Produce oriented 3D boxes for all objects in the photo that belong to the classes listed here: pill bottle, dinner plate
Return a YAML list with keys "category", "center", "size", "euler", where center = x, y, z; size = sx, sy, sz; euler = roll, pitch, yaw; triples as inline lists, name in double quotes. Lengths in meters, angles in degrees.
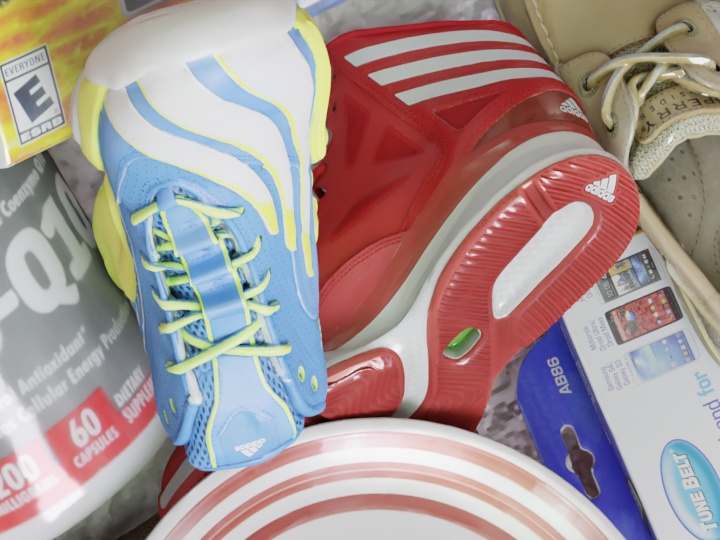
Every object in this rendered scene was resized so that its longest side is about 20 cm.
- category: "pill bottle"
  center: [-0.150, -0.014, 0.943]
  size: [0.113, 0.114, 0.201]
  euler: [-28, 113, 3]
- category: "dinner plate"
  center: [0.011, 0.145, 0.928]
  size: [0.199, 0.024, 0.202]
  euler: [4, 74, -15]

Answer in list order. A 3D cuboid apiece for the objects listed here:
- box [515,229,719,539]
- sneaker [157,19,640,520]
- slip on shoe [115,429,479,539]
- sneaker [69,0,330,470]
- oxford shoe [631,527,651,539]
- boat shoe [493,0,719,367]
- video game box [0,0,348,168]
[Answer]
- category: "box"
  center: [0.154, 0.028, 1.014]
  size: [0.199, 0.042, 0.120]
  euler: [-22, 72, -2]
- category: "sneaker"
  center: [0.000, 0.000, 0.987]
  size: [0.200, 0.116, 0.078]
  euler: [-41, 135, 18]
- category: "slip on shoe"
  center: [-0.046, 0.098, 1.036]
  size: [0.199, 0.076, 0.061]
  euler: [-13, 73, 5]
- category: "sneaker"
  center: [-0.034, -0.005, 0.863]
  size: [0.075, 0.200, 0.106]
  euler: [-18, 75, -7]
- category: "oxford shoe"
  center: [0.069, 0.143, 1.027]
  size: [0.058, 0.075, 0.200]
  euler: [44, 58, -7]
- category: "boat shoe"
  center: [0.102, -0.052, 0.965]
  size: [0.072, 0.065, 0.201]
  euler: [-28, 88, 0]
- category: "video game box"
  center: [-0.061, -0.153, 0.891]
  size: [0.199, 0.047, 0.183]
  euler: [-29, 115, -32]
